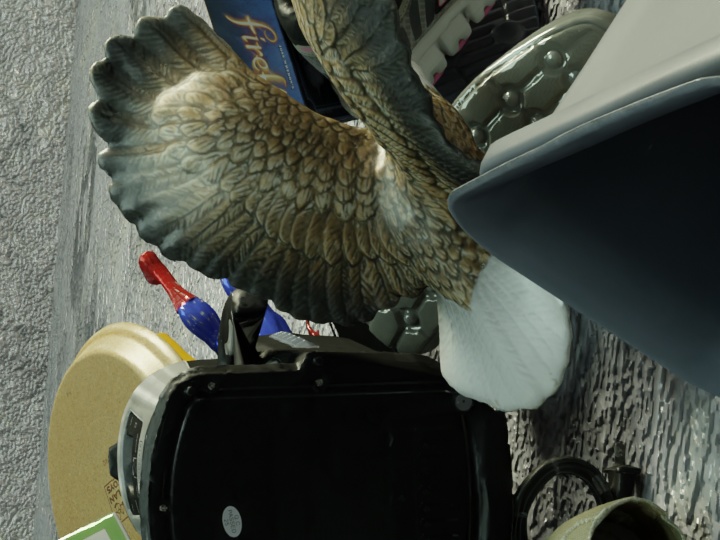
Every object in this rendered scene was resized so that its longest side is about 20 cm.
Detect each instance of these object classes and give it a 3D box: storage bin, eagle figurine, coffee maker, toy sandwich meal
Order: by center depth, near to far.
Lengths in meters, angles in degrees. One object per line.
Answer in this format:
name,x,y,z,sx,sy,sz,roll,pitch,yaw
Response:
storage bin,0.135,-0.047,0.445,0.135,0.145,0.200,-60,11,-13
eagle figurine,0.006,-0.050,0.669,0.153,0.199,0.151,-67,24,3
coffee maker,-0.010,0.097,0.773,0.200,0.191,0.136,-178,111,-80
toy sandwich meal,-0.099,0.121,0.959,0.204,0.070,0.207,14,107,51

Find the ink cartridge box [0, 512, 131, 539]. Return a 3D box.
ink cartridge box,-0.117,0.190,0.857,0.200,0.059,0.104,53,161,34

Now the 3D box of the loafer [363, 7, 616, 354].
loafer,0.063,-0.042,0.775,0.200,0.070,0.070,-50,-6,40

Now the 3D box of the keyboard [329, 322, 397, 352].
keyboard,0.000,0.000,0.943,0.201,0.039,0.104,66,162,-4

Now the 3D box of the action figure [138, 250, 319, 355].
action figure,-0.047,0.055,0.976,0.200,0.065,0.052,51,177,29

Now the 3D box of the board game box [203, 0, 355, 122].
board game box,-0.025,-0.140,0.887,0.200,0.034,0.137,-28,-79,-70

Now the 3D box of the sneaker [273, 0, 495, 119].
sneaker,0.032,-0.164,0.779,0.200,0.087,0.074,-53,43,10

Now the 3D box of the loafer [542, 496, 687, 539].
loafer,0.093,0.162,0.603,0.069,0.075,0.201,103,163,-46

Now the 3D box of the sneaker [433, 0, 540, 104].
sneaker,0.049,-0.125,0.885,0.082,0.070,0.201,80,179,-49
